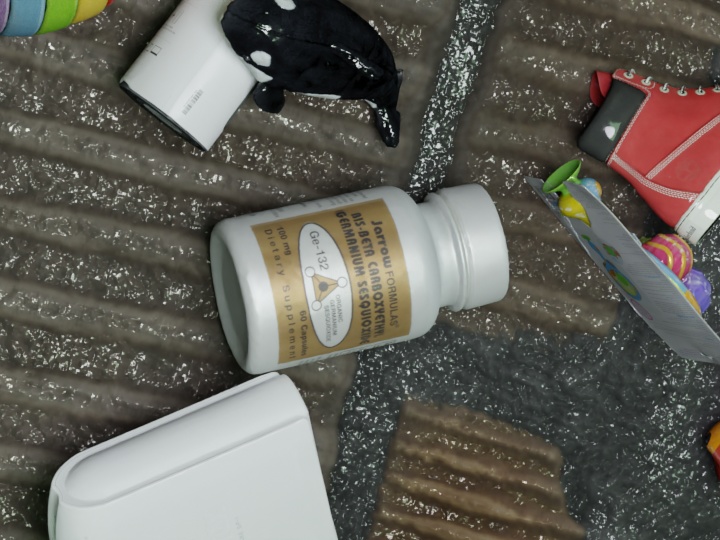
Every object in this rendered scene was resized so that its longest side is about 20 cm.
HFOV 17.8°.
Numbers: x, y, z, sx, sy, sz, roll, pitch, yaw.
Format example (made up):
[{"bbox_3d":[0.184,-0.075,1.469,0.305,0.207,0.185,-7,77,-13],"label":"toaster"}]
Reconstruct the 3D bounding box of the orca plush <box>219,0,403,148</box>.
[{"bbox_3d":[-0.014,-0.136,1.616,0.105,0.071,0.200,-51,141,-6],"label":"orca plush"}]

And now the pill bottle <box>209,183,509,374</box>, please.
[{"bbox_3d":[0.000,0.000,1.667,0.199,0.114,0.115,-12,101,-15],"label":"pill bottle"}]

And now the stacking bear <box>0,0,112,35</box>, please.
[{"bbox_3d":[-0.204,-0.222,1.573,0.199,0.121,0.114,-11,99,-22],"label":"stacking bear"}]

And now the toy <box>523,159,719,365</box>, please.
[{"bbox_3d":[0.217,-0.009,1.729,0.200,0.115,0.047,44,81,-17],"label":"toy"}]

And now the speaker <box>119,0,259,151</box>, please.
[{"bbox_3d":[-0.081,-0.187,1.632,0.081,0.081,0.200,38,85,-18],"label":"speaker"}]

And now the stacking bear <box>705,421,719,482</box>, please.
[{"bbox_3d":[0.332,0.088,1.787,0.113,0.121,0.201,18,102,-11],"label":"stacking bear"}]

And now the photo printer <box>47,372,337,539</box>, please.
[{"bbox_3d":[-0.123,0.176,1.651,0.199,0.069,0.167,-22,134,-13],"label":"photo printer"}]

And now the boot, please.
[{"bbox_3d":[0.259,-0.133,1.752,0.144,0.072,0.200,41,65,9],"label":"boot"}]
